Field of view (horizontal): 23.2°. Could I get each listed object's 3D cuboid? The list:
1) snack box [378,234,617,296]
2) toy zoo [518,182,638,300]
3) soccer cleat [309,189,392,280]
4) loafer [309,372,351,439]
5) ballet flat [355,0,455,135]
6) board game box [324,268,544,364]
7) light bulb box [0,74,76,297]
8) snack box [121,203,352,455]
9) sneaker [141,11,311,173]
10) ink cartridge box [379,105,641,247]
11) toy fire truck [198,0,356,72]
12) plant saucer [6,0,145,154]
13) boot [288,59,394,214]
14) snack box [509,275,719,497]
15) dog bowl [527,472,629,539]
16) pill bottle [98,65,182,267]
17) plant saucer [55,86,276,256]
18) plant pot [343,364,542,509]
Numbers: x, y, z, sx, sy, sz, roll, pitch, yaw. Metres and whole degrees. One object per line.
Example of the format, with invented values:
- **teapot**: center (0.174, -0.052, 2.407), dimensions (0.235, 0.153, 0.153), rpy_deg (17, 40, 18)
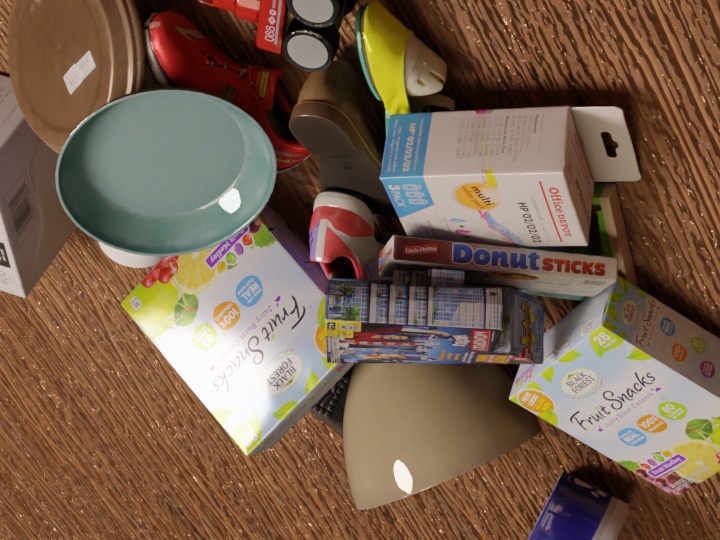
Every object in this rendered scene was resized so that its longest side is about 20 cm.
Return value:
- **snack box**: center (0.118, -0.003, 1.522), dimensions (0.197, 0.025, 0.072), rpy_deg (6, 168, -9)
- **toy zoo**: center (0.148, -0.031, 1.595), dimensions (0.198, 0.021, 0.132), rpy_deg (7, 136, 28)
- **soccer cleat**: center (0.000, 0.000, 1.659), dimensions (0.067, 0.074, 0.200), rpy_deg (6, 155, 25)
- **loafer**: center (0.005, 0.155, 1.877), dimensions (0.200, 0.073, 0.071), rpy_deg (43, 176, -15)
- **ballet flat**: center (0.045, -0.153, 1.503), dimensions (0.066, 0.067, 0.201), rpy_deg (3, 141, 15)
- **board game box**: center (0.068, 0.040, 1.530), dimensions (0.197, 0.063, 0.200), rpy_deg (2, 168, -1)
- **light bulb box**: center (-0.419, -0.103, 1.826), dimensions (0.198, 0.125, 0.200), rpy_deg (16, 140, 19)
- **snack box**: center (-0.107, 0.047, 1.701), dimensions (0.169, 0.068, 0.200), rpy_deg (-46, 78, 16)
- **sneaker**: center (-0.112, -0.171, 1.590), dimensions (0.084, 0.078, 0.200), rpy_deg (-20, 130, 40)
- **ink cartridge box**: center (0.128, -0.076, 1.470), dimensions (0.198, 0.069, 0.115), rpy_deg (-1, 149, 19)
- **toy fire truck**: center (-0.094, -0.281, 1.425), dimensions (0.198, 0.130, 0.177), rpy_deg (16, 141, 5)
- **plant saucer**: center (-0.266, -0.198, 1.603), dimensions (0.199, 0.029, 0.203), rpy_deg (11, 105, 44)
- **boot**: center (-0.006, -0.117, 1.580), dimensions (0.073, 0.076, 0.200), rpy_deg (3, 153, 19)
- **snack box**: center (0.264, 0.111, 1.617), dimensions (0.199, 0.068, 0.169), rpy_deg (31, 143, -9)
- **dog bowl**: center (0.196, 0.311, 1.793), dimensions (0.078, 0.201, 0.201), rpy_deg (27, 143, 8)
- **pill bottle**: center (-0.207, -0.093, 1.700), dimensions (0.111, 0.113, 0.201), rpy_deg (27, 142, 6)
- **plant saucer**: center (-0.175, -0.096, 1.578), dimensions (0.197, 0.036, 0.201), rpy_deg (-6, 136, -6)
- **plant pot**: center (0.062, 0.133, 1.723), dimensions (0.199, 0.199, 0.136), rpy_deg (-24, 89, 47)
